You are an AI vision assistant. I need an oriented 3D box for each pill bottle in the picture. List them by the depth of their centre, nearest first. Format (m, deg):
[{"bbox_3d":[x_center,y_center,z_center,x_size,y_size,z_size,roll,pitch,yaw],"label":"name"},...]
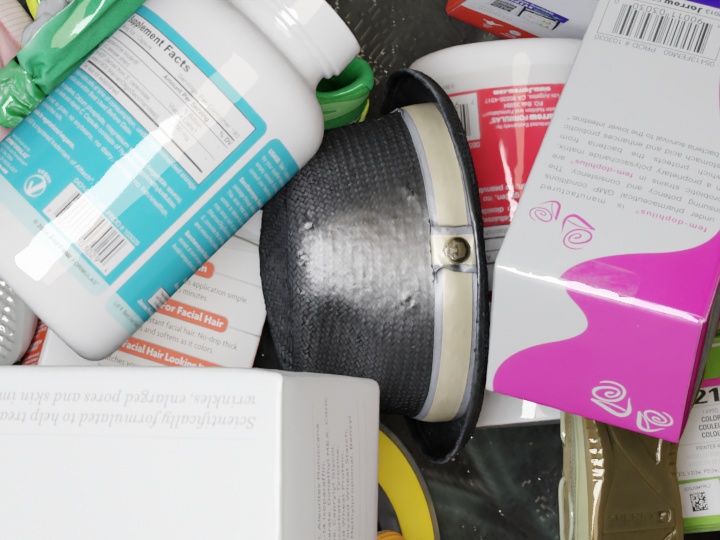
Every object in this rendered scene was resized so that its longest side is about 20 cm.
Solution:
[{"bbox_3d":[-0.094,-0.060,1.221,0.200,0.111,0.111,-44,97,-5],"label":"pill bottle"},{"bbox_3d":[0.086,-0.018,1.371,0.112,0.112,0.201,-3,85,-17],"label":"pill bottle"}]

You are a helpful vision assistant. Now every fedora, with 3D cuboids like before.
[{"bbox_3d":[0.000,0.000,1.287,0.091,0.201,0.201,-4,85,-13],"label":"fedora"}]

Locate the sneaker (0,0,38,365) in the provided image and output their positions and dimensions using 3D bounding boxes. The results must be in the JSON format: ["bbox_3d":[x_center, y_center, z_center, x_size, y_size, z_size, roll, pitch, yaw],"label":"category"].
[{"bbox_3d":[-0.190,-0.056,1.312,0.105,0.075,0.201,-47,131,-55],"label":"sneaker"}]

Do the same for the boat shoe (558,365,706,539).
[{"bbox_3d":[0.133,0.077,1.313,0.073,0.063,0.201,-1,92,-21],"label":"boat shoe"}]

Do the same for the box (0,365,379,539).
[{"bbox_3d":[-0.104,0.144,1.178,0.198,0.131,0.201,0,88,19],"label":"box"}]

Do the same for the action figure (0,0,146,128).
[{"bbox_3d":[-0.113,-0.146,1.254,0.055,0.118,0.200,40,83,25],"label":"action figure"}]

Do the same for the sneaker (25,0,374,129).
[{"bbox_3d":[-0.082,-0.124,1.338,0.200,0.084,0.074,23,36,-23],"label":"sneaker"}]

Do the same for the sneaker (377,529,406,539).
[{"bbox_3d":[0.035,0.235,1.318,0.078,0.077,0.201,-30,120,-42],"label":"sneaker"}]

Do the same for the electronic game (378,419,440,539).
[{"bbox_3d":[-0.033,0.163,1.317,0.200,0.042,0.201,-3,95,-43],"label":"electronic game"}]

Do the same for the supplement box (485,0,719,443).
[{"bbox_3d":[0.137,-0.033,1.234,0.101,0.104,0.200,16,52,11],"label":"supplement box"}]

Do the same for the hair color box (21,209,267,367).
[{"bbox_3d":[-0.118,0.054,1.328,0.111,0.064,0.201,18,80,-15],"label":"hair color box"}]

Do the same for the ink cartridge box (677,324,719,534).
[{"bbox_3d":[0.215,0.031,1.384,0.148,0.076,0.201,-9,89,-55],"label":"ink cartridge box"}]

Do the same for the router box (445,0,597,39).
[{"bbox_3d":[0.168,-0.141,1.375,0.199,0.179,0.049,22,78,-13],"label":"router box"}]
